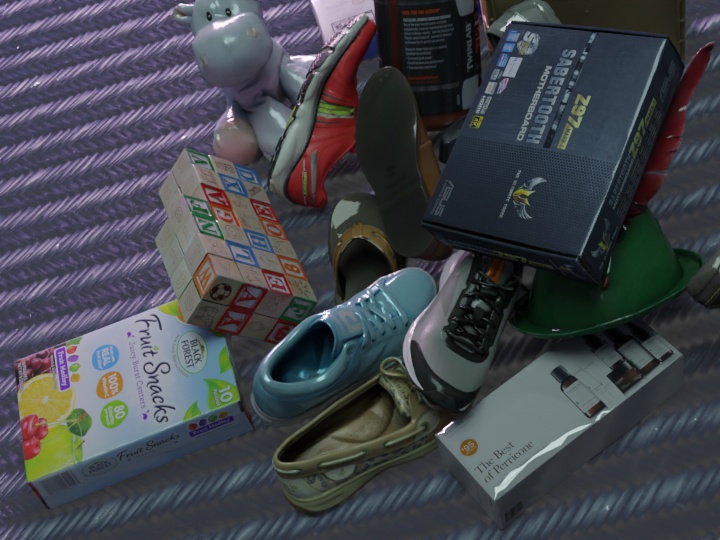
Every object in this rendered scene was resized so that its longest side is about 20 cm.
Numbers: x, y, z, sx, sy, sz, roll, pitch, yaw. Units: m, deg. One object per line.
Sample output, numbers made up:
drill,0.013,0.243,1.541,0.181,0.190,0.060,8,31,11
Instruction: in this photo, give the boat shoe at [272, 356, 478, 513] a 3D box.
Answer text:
boat shoe,0.017,0.126,1.033,0.199,0.063,0.073,-36,49,-15

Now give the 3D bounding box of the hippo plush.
hippo plush,-0.103,-0.230,1.302,0.157,0.162,0.202,-14,48,5

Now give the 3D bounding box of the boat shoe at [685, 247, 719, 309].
boat shoe,0.341,0.002,0.991,0.198,0.075,0.074,-14,58,-39

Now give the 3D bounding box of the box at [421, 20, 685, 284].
box,0.157,-0.102,1.009,0.156,0.051,0.202,16,77,38

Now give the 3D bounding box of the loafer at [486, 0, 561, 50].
loafer,0.190,-0.160,1.168,0.069,0.070,0.201,-32,85,-21

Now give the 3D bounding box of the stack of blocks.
stack of blocks,-0.130,-0.028,1.167,0.059,0.114,0.201,-53,42,25

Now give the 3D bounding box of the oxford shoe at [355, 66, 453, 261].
oxford shoe,0.045,-0.099,1.185,0.071,0.071,0.203,-22,68,29

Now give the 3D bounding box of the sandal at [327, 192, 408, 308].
sandal,0.000,0.000,1.149,0.080,0.055,0.202,-6,51,14

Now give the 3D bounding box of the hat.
hat,0.191,-0.065,1.029,0.199,0.178,0.165,-28,18,-30

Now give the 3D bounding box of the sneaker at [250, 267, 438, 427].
sneaker,-0.007,0.058,1.051,0.199,0.082,0.074,-39,75,-19

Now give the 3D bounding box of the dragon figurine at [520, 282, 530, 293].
dragon figurine,0.145,-0.086,1.108,0.058,0.099,0.203,7,71,-26

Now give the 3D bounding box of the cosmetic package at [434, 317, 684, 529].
cosmetic package,0.164,0.113,1.009,0.199,0.051,0.083,-35,49,-14

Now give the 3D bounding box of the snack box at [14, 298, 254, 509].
snack box,-0.208,0.113,1.119,0.197,0.053,0.143,-20,49,-1

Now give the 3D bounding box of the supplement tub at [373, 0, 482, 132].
supplement tub,0.067,-0.248,1.229,0.105,0.203,0.107,-5,23,2

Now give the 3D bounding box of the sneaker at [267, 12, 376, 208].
sneaker,-0.024,-0.157,1.237,0.084,0.202,0.077,23,9,-11

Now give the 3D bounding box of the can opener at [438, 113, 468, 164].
can opener,0.164,-0.130,1.209,0.198,0.079,0.064,-25,54,-22

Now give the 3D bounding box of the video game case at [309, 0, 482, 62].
video game case,0.037,-0.331,1.423,0.197,0.046,0.183,-18,50,1

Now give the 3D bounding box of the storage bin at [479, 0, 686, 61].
storage bin,0.217,-0.287,1.231,0.197,0.200,0.095,-11,52,7

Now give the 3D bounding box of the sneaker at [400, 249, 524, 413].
sneaker,0.091,0.033,1.033,0.073,0.080,0.201,30,46,-6
